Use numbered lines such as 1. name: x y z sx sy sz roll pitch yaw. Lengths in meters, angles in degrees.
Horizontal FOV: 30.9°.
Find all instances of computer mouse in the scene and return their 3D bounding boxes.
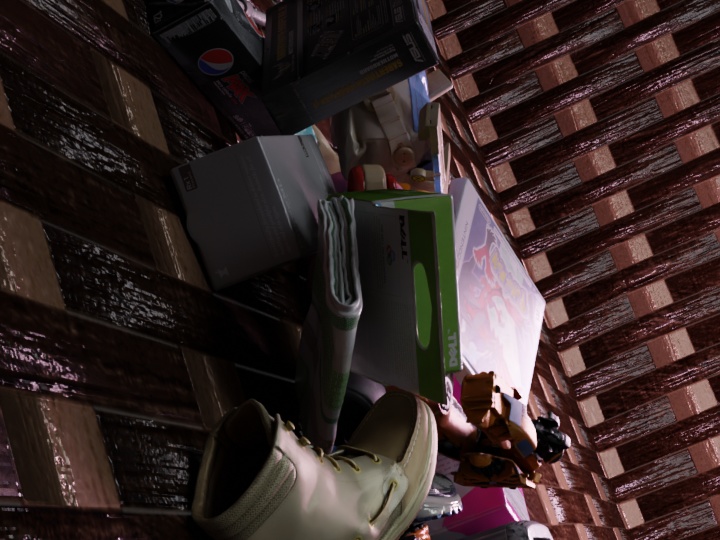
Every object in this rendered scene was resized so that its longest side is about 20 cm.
1. computer mouse: 0.013 0.132 1.204 0.141 0.046 0.201 -94 164 -59

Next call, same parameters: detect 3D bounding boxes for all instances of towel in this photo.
1. towel: -0.031 0.061 1.015 0.150 0.030 0.201 -94 -167 -53

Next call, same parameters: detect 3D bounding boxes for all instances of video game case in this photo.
1. video game case: 0.124 0.040 1.284 0.200 0.023 0.183 53 39 -38

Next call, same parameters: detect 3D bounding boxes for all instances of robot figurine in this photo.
1. robot figurine: 0.100 0.144 1.144 0.200 0.144 0.059 49 45 -53

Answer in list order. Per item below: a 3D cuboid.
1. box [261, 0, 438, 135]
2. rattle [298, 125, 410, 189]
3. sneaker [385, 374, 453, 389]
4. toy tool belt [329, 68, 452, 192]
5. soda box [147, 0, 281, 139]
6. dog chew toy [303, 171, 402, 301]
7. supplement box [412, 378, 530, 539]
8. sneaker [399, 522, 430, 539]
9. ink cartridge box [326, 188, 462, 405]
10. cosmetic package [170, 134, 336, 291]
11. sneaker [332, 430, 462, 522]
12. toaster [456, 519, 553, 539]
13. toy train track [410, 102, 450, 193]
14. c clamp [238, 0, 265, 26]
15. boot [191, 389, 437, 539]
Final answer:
1. box: -0.013 -0.221 1.219 0.048 0.157 0.201 56 16 -31
2. rattle: -0.004 -0.132 1.400 0.130 0.142 0.201 -106 170 -64
3. sneaker: 0.057 0.121 1.294 0.100 0.074 0.200 66 -6 -14
4. toy tool belt: 0.041 -0.128 1.228 0.125 0.122 0.201 99 -13 -45
5. soda box: -0.125 -0.202 1.232 0.200 0.063 0.071 50 21 -53
6. dog chew toy: 0.000 0.000 1.275 0.125 0.124 0.201 51 28 -50
7. supplement box: 0.104 0.206 1.367 0.201 0.101 0.104 -99 161 -45
8. sneaker: 0.029 0.256 1.045 0.200 0.075 0.079 6 65 -74
9. ink cartridge box: 0.046 0.016 1.029 0.200 0.075 0.149 -166 -109 -65
10. cosmetic package: -0.080 -0.055 1.108 0.200 0.090 0.108 -41 110 -79
11. sneaker: 0.028 0.173 1.098 0.200 0.076 0.086 13 65 -65
12. toaster: 0.120 0.298 1.208 0.200 0.128 0.114 34 34 -67
13. toy train track: 0.057 -0.079 1.123 0.200 0.032 0.116 79 15 -63
14. c clamp: -0.107 -0.272 1.503 0.172 0.027 0.200 69 13 9
15. boot: -0.028 0.132 0.898 0.156 0.072 0.201 54 53 -33
